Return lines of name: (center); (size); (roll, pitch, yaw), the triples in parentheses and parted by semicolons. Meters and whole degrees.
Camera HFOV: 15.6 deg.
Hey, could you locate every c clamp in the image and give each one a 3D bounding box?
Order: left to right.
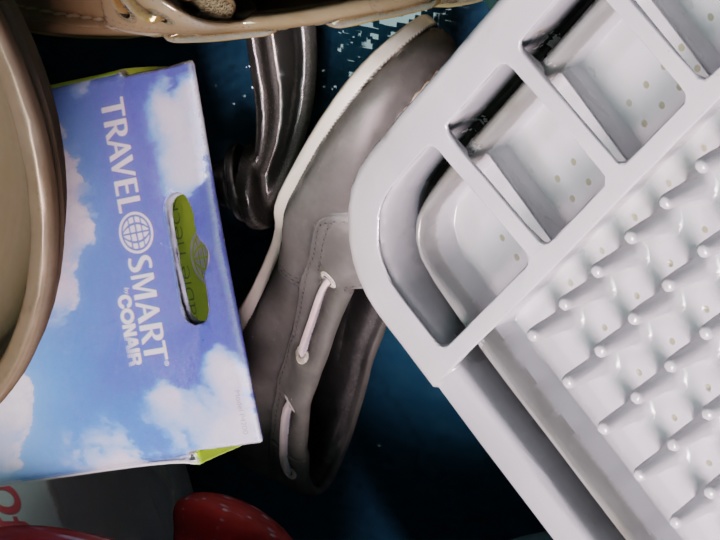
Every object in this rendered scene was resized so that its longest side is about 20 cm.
c clamp: (-0.099, -0.051, 0.861); (0.199, 0.027, 0.172); (-5, 108, 23)

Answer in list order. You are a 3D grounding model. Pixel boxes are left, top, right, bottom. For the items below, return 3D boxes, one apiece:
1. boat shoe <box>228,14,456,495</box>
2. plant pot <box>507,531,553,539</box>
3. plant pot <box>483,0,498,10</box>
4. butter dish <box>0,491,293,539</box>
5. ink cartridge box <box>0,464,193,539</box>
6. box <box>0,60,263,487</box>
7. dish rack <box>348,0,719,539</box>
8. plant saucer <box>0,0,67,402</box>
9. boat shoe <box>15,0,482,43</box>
boat shoe: (0.000, 0.000, 0.836); (0.057, 0.067, 0.200); (40, 138, 10)
plant pot: (0.105, 0.162, 0.852); (0.134, 0.200, 0.201); (-31, 111, 7)
plant pot: (0.128, -0.088, 0.680); (0.200, 0.141, 0.142); (38, 130, 3)
butter dish: (-0.066, 0.141, 0.830); (0.199, 0.148, 0.200); (22, 161, 8)
ink cartridge box: (-0.167, 0.097, 0.967); (0.199, 0.086, 0.148); (-2, 123, 25)
box: (-0.119, 0.008, 0.836); (0.199, 0.048, 0.123); (-10, 92, 25)
dish rack: (0.100, 0.012, 0.623); (0.200, 0.043, 0.172); (53, 132, 13)
plant saucer: (-0.158, -0.045, 0.777); (0.199, 0.029, 0.201); (18, 122, 31)
boat shoe: (-0.047, -0.103, 0.772); (0.199, 0.065, 0.072); (-3, 103, 18)
